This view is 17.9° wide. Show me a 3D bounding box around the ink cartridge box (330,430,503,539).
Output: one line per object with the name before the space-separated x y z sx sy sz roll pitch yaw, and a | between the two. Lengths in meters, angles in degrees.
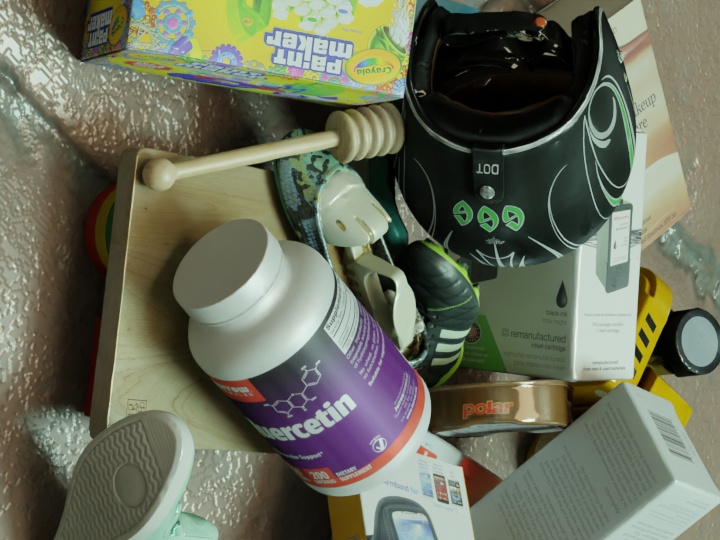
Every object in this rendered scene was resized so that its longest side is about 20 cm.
ink cartridge box | 0.041 0.237 1.818 0.162 0.050 0.201 35 65 -42

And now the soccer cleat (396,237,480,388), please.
soccer cleat | 0.046 0.047 1.742 0.081 0.067 0.200 -50 162 -22

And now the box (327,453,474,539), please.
box | 0.034 0.207 1.696 0.119 0.041 0.201 20 50 -38

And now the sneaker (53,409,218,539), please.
sneaker | -0.139 0.159 1.553 0.118 0.074 0.201 -12 144 -46

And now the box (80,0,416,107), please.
box | -0.070 -0.224 1.556 0.199 0.122 0.194 9 87 -22

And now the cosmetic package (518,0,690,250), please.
cosmetic package | 0.200 -0.122 1.925 0.103 0.087 0.201 -37 119 -37

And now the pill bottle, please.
pill bottle | -0.043 0.058 1.566 0.200 0.112 0.113 50 59 -36

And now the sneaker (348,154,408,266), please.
sneaker | 0.000 0.000 1.737 0.080 0.071 0.201 8 87 -43

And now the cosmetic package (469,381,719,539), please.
cosmetic package | 0.171 0.190 1.769 0.071 0.200 0.102 24 33 -45

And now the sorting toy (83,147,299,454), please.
sorting toy | -0.116 0.024 1.618 0.199 0.069 0.200 8 87 -46

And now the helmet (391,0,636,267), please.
helmet | 0.112 -0.100 1.676 0.201 0.199 0.191 -61 158 -23

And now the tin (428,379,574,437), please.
tin | 0.110 0.110 1.794 0.200 0.111 0.042 32 59 -79

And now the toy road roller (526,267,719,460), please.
toy road roller | 0.197 0.085 1.924 0.146 0.123 0.201 39 64 -25

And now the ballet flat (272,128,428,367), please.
ballet flat | 0.001 -0.013 1.639 0.074 0.074 0.201 -43 122 -35

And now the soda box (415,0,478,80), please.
soda box | 0.000 -0.183 1.726 0.199 0.064 0.068 9 87 -46

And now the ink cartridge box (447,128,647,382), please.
ink cartridge box | 0.147 -0.017 1.836 0.084 0.145 0.201 1 93 -45

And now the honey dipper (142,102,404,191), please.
honey dipper | -0.060 -0.083 1.569 0.199 0.038 0.038 -13 103 -32
